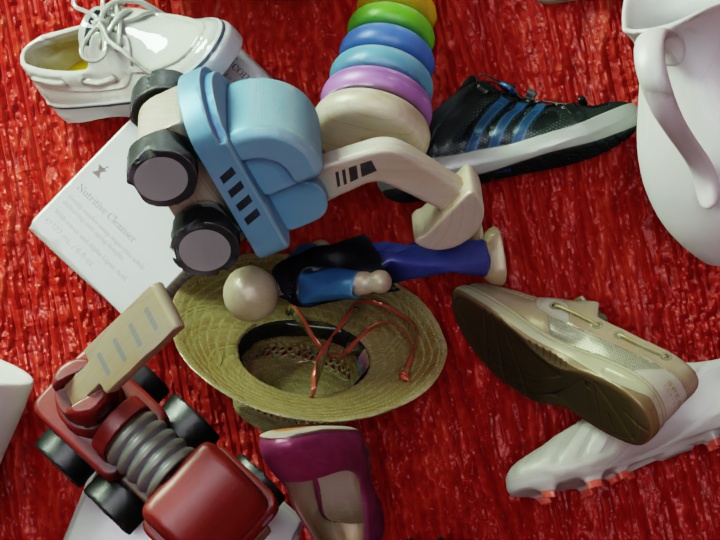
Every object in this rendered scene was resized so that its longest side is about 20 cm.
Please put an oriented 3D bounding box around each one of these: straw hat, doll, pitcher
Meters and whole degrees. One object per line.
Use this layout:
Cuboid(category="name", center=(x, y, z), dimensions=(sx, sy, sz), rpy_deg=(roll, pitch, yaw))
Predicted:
Cuboid(category="straw hat", center=(-0.043, 0.077, 1.659), dimensions=(0.200, 0.201, 0.085), rpy_deg=(18, 127, 6))
Cuboid(category="doll", center=(0.000, 0.000, 1.639), dimensions=(0.199, 0.136, 0.049), rpy_deg=(-9, 104, -14))
Cuboid(category="pitcher", center=(0.238, -0.097, 1.597), dimensions=(0.121, 0.172, 0.201), rpy_deg=(-10, 114, 27))

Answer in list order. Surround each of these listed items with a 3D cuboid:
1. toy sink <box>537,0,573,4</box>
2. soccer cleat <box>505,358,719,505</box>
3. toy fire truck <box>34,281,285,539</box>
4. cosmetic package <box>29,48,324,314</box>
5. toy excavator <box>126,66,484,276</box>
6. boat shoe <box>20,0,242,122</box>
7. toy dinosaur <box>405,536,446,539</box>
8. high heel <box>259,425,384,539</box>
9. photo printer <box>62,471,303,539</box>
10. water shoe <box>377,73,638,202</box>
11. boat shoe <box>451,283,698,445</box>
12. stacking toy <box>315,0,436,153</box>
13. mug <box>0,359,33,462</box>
Cuboid(category="toy sink", center=(0.213, -0.279, 1.665), dimensions=(0.199, 0.112, 0.131), rpy_deg=(-7, 83, 4))
Cuboid(category="soccer cleat", center=(0.192, 0.108, 1.655), dimensions=(0.199, 0.069, 0.078), rpy_deg=(-19, 78, -4))
Cuboid(category="toy fire truck", center=(-0.134, 0.107, 1.548), dimensions=(0.176, 0.200, 0.129), rpy_deg=(42, 81, 14))
Cuboid(category="cosmetic package", center=(-0.128, -0.064, 1.688), dimensions=(0.113, 0.081, 0.200), rpy_deg=(42, 90, 9))
Cuboid(category="toy excavator", center=(-0.037, -0.068, 1.576), dimensions=(0.199, 0.100, 0.195), rpy_deg=(-21, 125, 13))
Cuboid(category="boat shoe", center=(-0.174, -0.162, 1.647), dimensions=(0.086, 0.202, 0.075), rpy_deg=(45, 60, -32))
Cuboid(category="toy dinosaur", center=(0.037, 0.256, 1.611), dimensions=(0.200, 0.136, 0.103), rpy_deg=(-12, 101, 44))
Cuboid(category="high heel", center=(-0.026, 0.161, 1.598), dimensions=(0.067, 0.200, 0.096), rpy_deg=(-4, 78, 8))
Cuboid(category="photo printer", center=(-0.141, 0.231, 1.665), dimensions=(0.166, 0.069, 0.201), rpy_deg=(22, 87, 7))
Cuboid(category="water shoe", center=(0.102, -0.109, 1.678), dimensions=(0.199, 0.072, 0.079), rpy_deg=(-14, 81, 3))
Cuboid(category="boat shoe", center=(0.149, 0.055, 1.638), dimensions=(0.065, 0.072, 0.200), rpy_deg=(-37, 44, -27))
Cuboid(category="stacking toy", center=(0.026, -0.172, 1.665), dimensions=(0.085, 0.085, 0.201), rpy_deg=(11, 59, 6))
Cuboid(category="mug", center=(-0.332, 0.129, 1.677), dimensions=(0.149, 0.186, 0.154), rpy_deg=(13, 95, -26))
